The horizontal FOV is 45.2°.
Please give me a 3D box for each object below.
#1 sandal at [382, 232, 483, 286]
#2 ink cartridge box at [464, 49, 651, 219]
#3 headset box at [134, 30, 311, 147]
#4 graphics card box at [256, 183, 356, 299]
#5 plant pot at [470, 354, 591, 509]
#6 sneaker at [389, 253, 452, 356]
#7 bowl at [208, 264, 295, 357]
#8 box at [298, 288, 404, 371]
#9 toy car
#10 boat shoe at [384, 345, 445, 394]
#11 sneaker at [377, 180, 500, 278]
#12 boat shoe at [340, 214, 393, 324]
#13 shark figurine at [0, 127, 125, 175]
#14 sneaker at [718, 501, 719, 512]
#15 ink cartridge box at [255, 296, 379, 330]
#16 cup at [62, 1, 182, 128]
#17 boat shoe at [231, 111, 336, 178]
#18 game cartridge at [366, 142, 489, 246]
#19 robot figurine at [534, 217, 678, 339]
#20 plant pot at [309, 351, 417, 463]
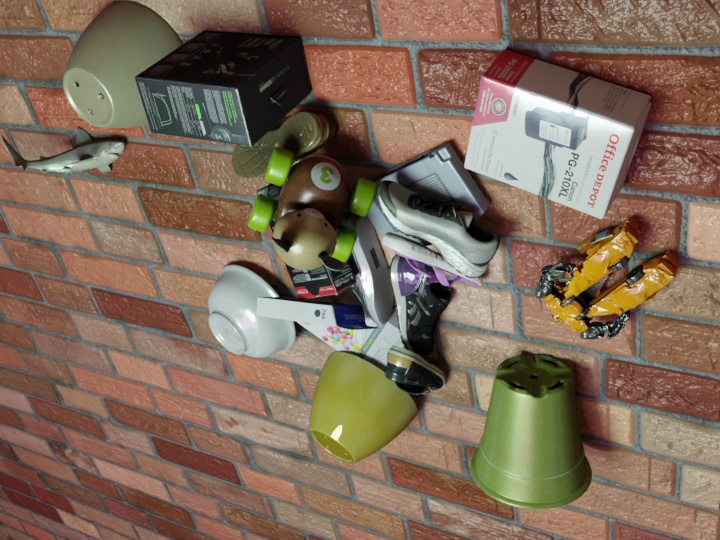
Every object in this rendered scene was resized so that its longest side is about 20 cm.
[{"bbox_3d":[0.103,-0.006,1.315,0.202,0.050,0.082,24,-173,-37],"label":"sandal"},{"bbox_3d":[0.248,-0.174,1.106,0.199,0.084,0.145,23,137,17],"label":"ink cartridge box"},{"bbox_3d":[-0.192,-0.271,1.267,0.199,0.174,0.093,11,131,26],"label":"headset box"},{"bbox_3d":[-0.090,-0.056,1.422,0.125,0.051,0.201,-10,105,56],"label":"graphics card box"},{"bbox_3d":[0.278,0.244,1.400,0.199,0.200,0.191,11,119,28],"label":"plant pot"},{"bbox_3d":[0.110,0.065,1.426,0.087,0.076,0.201,3,127,26],"label":"sneaker"},{"bbox_3d":[-0.226,0.096,1.649,0.200,0.090,0.202,31,144,26],"label":"bowl"},{"bbox_3d":[-0.012,0.092,1.559,0.199,0.041,0.156,37,138,4],"label":"box"},{"bbox_3d":[-0.073,-0.066,1.245,0.163,0.200,0.159,19,114,-10],"label":"toy car"},{"bbox_3d":[0.092,0.182,1.491,0.074,0.063,0.200,15,169,27],"label":"boat shoe"},{"bbox_3d":[0.115,-0.076,1.256,0.199,0.074,0.079,33,129,-3],"label":"sneaker"},{"bbox_3d":[0.000,0.000,1.445,0.067,0.072,0.201,1,123,33],"label":"boat shoe"},{"bbox_3d":[-0.546,-0.226,1.616,0.128,0.213,0.090,133,128,-76],"label":"shark figurine"},{"bbox_3d":[0.605,0.333,1.309,0.085,0.077,0.201,31,138,16],"label":"sneaker"},{"bbox_3d":[-0.072,0.072,1.481,0.199,0.099,0.040,7,91,31],"label":"ink cartridge box"},{"bbox_3d":[-0.393,-0.311,1.398,0.199,0.143,0.201,19,134,21],"label":"cup"},{"bbox_3d":[-0.121,-0.191,1.359,0.199,0.067,0.073,-17,83,38],"label":"boat shoe"},{"bbox_3d":[0.094,-0.104,1.316,0.199,0.042,0.133,-20,117,44],"label":"game cartridge"},{"bbox_3d":[0.343,0.018,1.228,0.145,0.058,0.200,42,138,-3],"label":"robot figurine"},{"bbox_3d":[-0.016,0.268,1.602,0.199,0.142,0.200,29,153,16],"label":"plant pot"}]
